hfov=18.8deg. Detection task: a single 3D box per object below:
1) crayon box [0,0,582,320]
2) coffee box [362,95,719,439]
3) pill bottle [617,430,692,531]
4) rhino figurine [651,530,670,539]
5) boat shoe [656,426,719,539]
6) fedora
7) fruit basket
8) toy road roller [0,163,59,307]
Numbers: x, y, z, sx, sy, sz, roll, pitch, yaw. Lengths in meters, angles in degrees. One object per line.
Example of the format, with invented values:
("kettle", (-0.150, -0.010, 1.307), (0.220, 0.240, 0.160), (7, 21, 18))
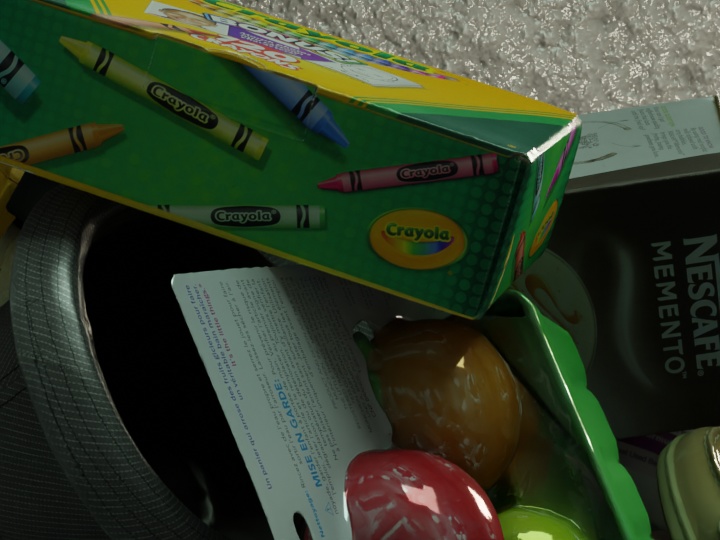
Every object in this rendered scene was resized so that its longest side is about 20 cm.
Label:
("crayon box", (-0.033, -0.049, 0.740), (0.198, 0.059, 0.119), (18, 14, 10))
("coffee box", (0.057, 0.007, 0.885), (0.198, 0.115, 0.080), (-8, 24, 6))
("pill bottle", (0.142, 0.032, 0.995), (0.111, 0.201, 0.112), (18, -20, 7))
("rhino figurine", (0.159, 0.144, 0.899), (0.199, 0.060, 0.087), (14, 10, -33))
("boat shoe", (0.178, 0.123, 0.799), (0.073, 0.063, 0.201), (5, 38, -36))
("fedora", (-0.071, 0.057, 0.774), (0.090, 0.178, 0.199), (-30, -21, 27))
("fruit basket", (0.021, 0.085, 0.714), (0.093, 0.187, 0.199), (-29, -12, 32))
("toy road roller", (-0.123, 0.023, 0.969), (0.145, 0.124, 0.200), (29, 2, -25))
